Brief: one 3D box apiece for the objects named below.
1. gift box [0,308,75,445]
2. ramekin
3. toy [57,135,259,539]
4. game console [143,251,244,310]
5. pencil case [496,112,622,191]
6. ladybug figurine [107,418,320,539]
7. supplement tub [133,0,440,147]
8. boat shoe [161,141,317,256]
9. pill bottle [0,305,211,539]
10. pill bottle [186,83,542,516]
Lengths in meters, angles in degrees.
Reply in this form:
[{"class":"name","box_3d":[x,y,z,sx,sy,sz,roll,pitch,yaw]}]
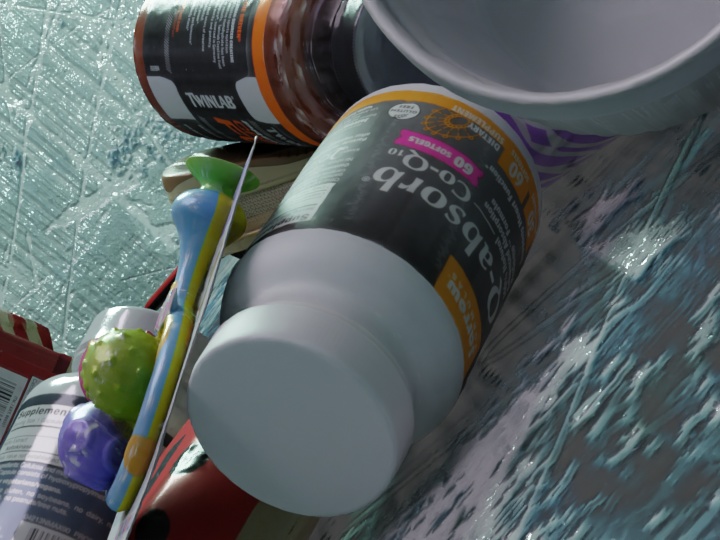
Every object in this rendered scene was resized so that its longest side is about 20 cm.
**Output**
[{"class":"gift box","box_3d":[-0.227,0.126,1.132,0.185,0.199,0.187,-63,7,-11]},{"class":"ramekin","box_3d":[0.099,-0.150,0.700,0.200,0.200,0.105,-49,-25,8]},{"class":"toy","box_3d":[-0.099,0.041,0.759,0.115,0.047,0.201,132,160,-72]},{"class":"game console","box_3d":[-0.022,-0.034,1.132,0.200,0.172,0.119,-45,33,35]},{"class":"pencil case","box_3d":[0.104,-0.100,0.842,0.084,0.086,0.200,-14,-12,-32]},{"class":"ladybug figurine","box_3d":[-0.072,0.121,0.845,0.136,0.072,0.200,-46,9,30]},{"class":"supplement tub","box_3d":[-0.033,-0.120,0.924,0.199,0.107,0.107,9,56,54]},{"class":"boat shoe","box_3d":[-0.012,-0.047,0.972,0.199,0.065,0.072,-10,16,11]},{"class":"pill bottle","box_3d":[-0.146,0.126,0.942,0.120,0.119,0.201,-40,23,54]},{"class":"pill bottle","box_3d":[0.005,0.010,0.773,0.116,0.116,0.200,-44,10,39]}]
